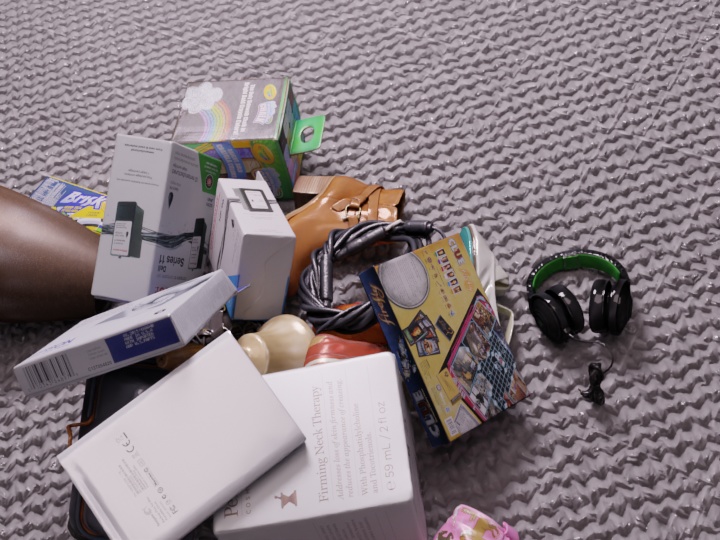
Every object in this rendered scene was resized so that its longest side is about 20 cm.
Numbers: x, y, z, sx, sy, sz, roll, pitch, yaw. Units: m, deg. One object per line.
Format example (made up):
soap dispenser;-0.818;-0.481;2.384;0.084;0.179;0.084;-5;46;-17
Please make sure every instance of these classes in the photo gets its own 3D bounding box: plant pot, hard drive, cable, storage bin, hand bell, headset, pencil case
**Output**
plant pot;-0.425;-0.008;1.217;0.197;0.188;0.189;12;57;2
hard drive;-0.169;0.170;0.889;0.199;0.026;0.132;-36;79;-14
cable;0.000;0.000;1.103;0.162;0.051;0.200;18;52;35
storage bin;-0.231;0.194;0.976;0.144;0.134;0.203;9;84;-28
hand bell;-0.143;0.095;1.000;0.103;0.199;0.106;-4;82;34
headset;0.265;0.059;1.104;0.122;0.095;0.201;-9;39;9
pencil case;0.080;0.331;0.926;0.086;0.083;0.201;26;63;26

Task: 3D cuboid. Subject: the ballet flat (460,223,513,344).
ballet flat;0.154;0.038;1.137;0.068;0.070;0.203;-3;59;8

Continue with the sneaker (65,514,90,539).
sneaker;-0.273;0.224;1.084;0.076;0.076;0.201;10;53;41

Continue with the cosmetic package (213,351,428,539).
cosmetic package;-0.040;0.213;0.979;0.197;0.167;0.169;-11;54;4

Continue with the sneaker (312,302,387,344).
sneaker;0.027;0.059;1.124;0.197;0.077;0.074;-2;54;27

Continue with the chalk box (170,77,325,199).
chalk box;-0.146;-0.183;1.306;0.197;0.125;0.126;0;54;10

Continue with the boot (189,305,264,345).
boot;-0.200;0.085;1.125;0.171;0.070;0.201;-11;24;4

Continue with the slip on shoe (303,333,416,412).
slip on shoe;0.027;0.114;1.050;0.197;0.074;0.062;14;48;-22

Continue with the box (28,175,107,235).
box;-0.366;-0.064;1.293;0.198;0.070;0.065;19;58;22

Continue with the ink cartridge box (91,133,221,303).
ink cartridge box;-0.255;-0.056;1.175;0.082;0.146;0.203;9;90;17

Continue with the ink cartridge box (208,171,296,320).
ink cartridge box;-0.144;-0.038;1.165;0.067;0.118;0.200;2;28;-21

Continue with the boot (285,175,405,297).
boot;-0.027;-0.041;1.223;0.153;0.077;0.202;8;50;11

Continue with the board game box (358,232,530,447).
board game box;0.094;0.073;1.024;0.134;0.034;0.202;-20;85;-36

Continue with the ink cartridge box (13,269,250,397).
ink cartridge box;-0.239;0.056;1.004;0.197;0.041;0.200;-19;11;17
